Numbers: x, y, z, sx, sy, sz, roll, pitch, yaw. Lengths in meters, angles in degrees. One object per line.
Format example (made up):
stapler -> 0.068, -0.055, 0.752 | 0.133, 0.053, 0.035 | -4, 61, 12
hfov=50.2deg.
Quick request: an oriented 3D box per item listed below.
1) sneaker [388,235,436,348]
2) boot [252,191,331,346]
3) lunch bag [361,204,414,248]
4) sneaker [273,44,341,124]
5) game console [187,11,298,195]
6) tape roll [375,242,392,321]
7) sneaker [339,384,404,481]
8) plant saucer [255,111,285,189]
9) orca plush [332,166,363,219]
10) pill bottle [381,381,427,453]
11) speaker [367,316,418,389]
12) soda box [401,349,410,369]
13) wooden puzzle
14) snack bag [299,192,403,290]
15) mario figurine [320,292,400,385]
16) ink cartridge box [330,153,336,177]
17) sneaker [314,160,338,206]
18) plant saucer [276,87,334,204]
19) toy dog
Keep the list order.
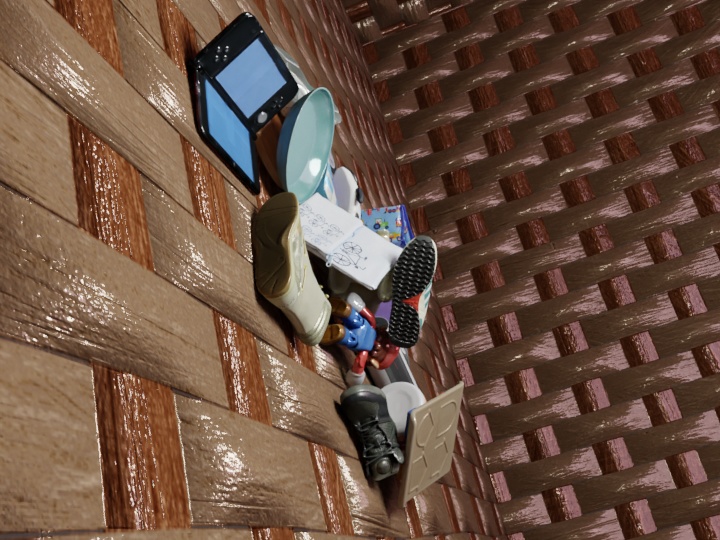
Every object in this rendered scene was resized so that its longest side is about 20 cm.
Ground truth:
sneaker -> 0.089, 0.030, 1.351 | 0.093, 0.070, 0.202 | -68, 167, -75
boot -> -0.098, -0.003, 1.147 | 0.155, 0.071, 0.201 | 59, 21, -47
lunch bag -> 0.048, -0.058, 1.777 | 0.200, 0.149, 0.095 | 59, 29, -61
sneaker -> -0.126, -0.322, 1.392 | 0.200, 0.080, 0.071 | 47, 25, -17
game console -> -0.159, -0.242, 1.140 | 0.119, 0.172, 0.200 | 46, -2, 27
tape roll -> 0.055, 0.048, 1.644 | 0.200, 0.084, 0.202 | -15, 90, -81
sneaker -> 0.025, 0.274, 1.285 | 0.200, 0.076, 0.115 | 68, 3, -47
plant saucer -> -0.154, -0.245, 1.380 | 0.200, 0.037, 0.202 | -19, 90, -79
orca plush -> -0.010, -0.117, 1.609 | 0.071, 0.105, 0.202 | 10, 53, -49
pill bottle -> 0.099, 0.314, 1.503 | 0.201, 0.112, 0.114 | 60, 15, -45
speaker -> 0.053, 0.193, 1.571 | 0.081, 0.080, 0.201 | -93, 162, -58
soda box -> 0.066, 0.156, 1.755 | 0.201, 0.063, 0.071 | -96, 164, -52
wooden puzzle -> 0.119, 0.308, 1.394 | 0.199, 0.046, 0.187 | -20, 121, -55
snack bag -> -0.028, -0.052, 1.307 | 0.199, 0.022, 0.189 | 33, 28, 6
mario figurine -> -0.014, 0.122, 1.355 | 0.106, 0.123, 0.200 | 48, 4, 40
ink cartridge box -> -0.089, -0.219, 1.662 | 0.198, 0.043, 0.202 | 42, 33, -70
sneaker -> -0.085, -0.153, 1.503 | 0.081, 0.076, 0.202 | 62, 19, -72
plant saucer -> -0.098, -0.216, 1.316 | 0.200, 0.036, 0.202 | 16, 90, -75
toy dog -> 0.000, 0.000, 1.463 | 0.201, 0.138, 0.196 | -100, -166, -61
